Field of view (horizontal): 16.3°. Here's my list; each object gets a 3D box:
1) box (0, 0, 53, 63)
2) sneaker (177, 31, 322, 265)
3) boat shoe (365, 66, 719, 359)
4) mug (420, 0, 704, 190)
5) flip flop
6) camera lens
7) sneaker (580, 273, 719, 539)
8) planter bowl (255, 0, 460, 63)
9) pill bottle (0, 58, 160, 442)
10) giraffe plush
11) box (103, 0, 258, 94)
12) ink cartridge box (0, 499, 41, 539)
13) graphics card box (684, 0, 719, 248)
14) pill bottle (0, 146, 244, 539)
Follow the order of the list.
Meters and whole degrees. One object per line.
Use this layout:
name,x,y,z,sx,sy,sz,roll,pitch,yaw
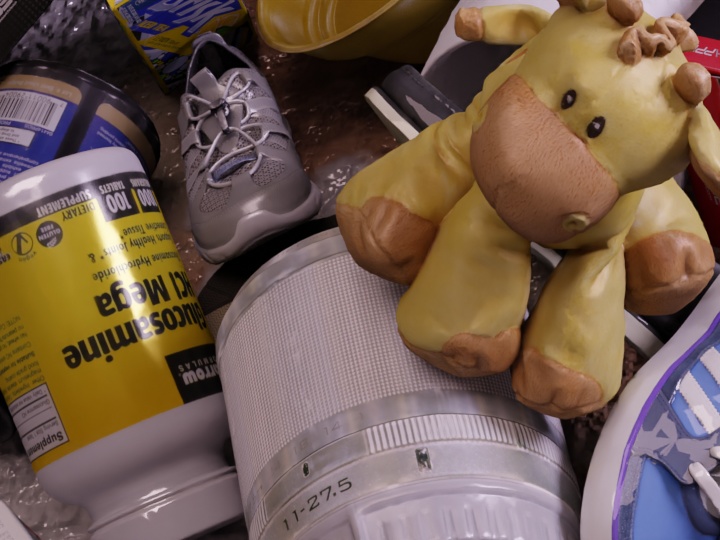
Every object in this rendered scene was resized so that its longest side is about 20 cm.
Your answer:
box,-0.201,-0.186,1.516,0.194,0.047,0.200,-55,15,-17
sneaker,-0.075,-0.068,1.376,0.074,0.082,0.200,-26,25,1
boat shoe,0.091,-0.037,1.244,0.201,0.074,0.063,39,92,6
mug,0.112,-0.141,1.315,0.147,0.201,0.176,-10,37,36
flip flop,0.000,0.000,1.360,0.199,0.058,0.081,-32,41,-21
camera lens,0.019,0.089,1.212,0.159,0.160,0.201,-20,50,9
sneaker,0.200,0.073,1.129,0.146,0.081,0.200,8,52,42
planter bowl,0.039,-0.180,1.432,0.200,0.083,0.201,-35,31,25
pill bottle,-0.196,-0.010,1.411,0.111,0.112,0.201,6,58,27
giraffe plush,0.096,-0.051,1.095,0.172,0.162,0.201,25,76,-3
box,-0.112,-0.164,1.428,0.070,0.200,0.065,-31,81,-1
ink cartridge box,-0.190,0.237,1.280,0.162,0.050,0.200,-38,58,-7
graphics card box,0.232,-0.115,1.268,0.051,0.126,0.200,18,54,41
pill bottle,-0.130,0.048,1.293,0.112,0.112,0.201,-24,85,6
